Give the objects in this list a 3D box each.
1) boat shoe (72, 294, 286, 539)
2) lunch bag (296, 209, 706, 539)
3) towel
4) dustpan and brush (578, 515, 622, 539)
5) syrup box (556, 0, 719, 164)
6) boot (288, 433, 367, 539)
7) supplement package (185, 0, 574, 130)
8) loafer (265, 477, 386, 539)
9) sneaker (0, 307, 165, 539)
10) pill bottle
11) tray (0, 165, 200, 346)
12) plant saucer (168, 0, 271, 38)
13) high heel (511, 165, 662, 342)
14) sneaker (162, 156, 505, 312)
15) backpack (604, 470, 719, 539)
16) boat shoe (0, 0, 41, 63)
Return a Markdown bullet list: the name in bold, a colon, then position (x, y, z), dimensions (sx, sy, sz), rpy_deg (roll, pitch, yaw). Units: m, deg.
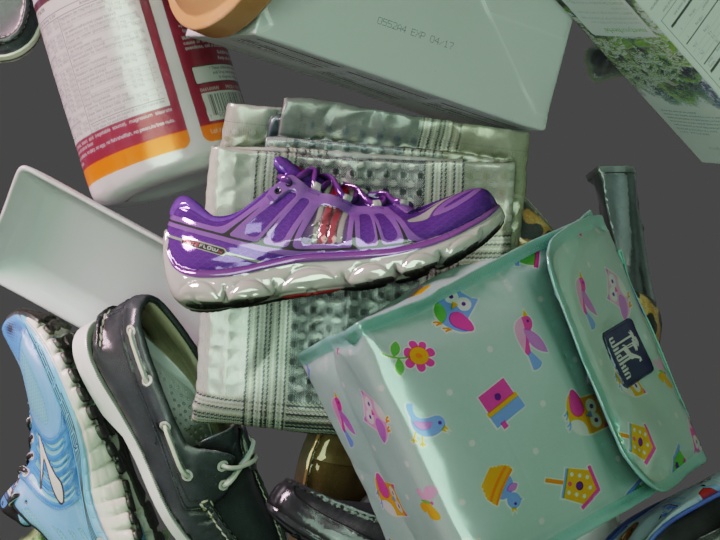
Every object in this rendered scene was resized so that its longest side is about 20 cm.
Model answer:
- **boat shoe**: position (-0.101, 0.107, 1.418), dimensions (0.060, 0.076, 0.200), rpy_deg (-31, 100, 33)
- **lunch bag**: position (0.094, 0.074, 1.319), dimensions (0.200, 0.122, 0.171), rpy_deg (-23, 87, -24)
- **towel**: position (0.000, 0.000, 1.378), dimensions (0.192, 0.035, 0.201), rpy_deg (5, 90, -2)
- **dustpan and brush**: position (0.095, 0.129, 1.435), dimensions (0.139, 0.057, 0.201), rpy_deg (-7, 92, 3)
- **syrup box**: position (0.195, -0.152, 1.373), dimensions (0.200, 0.079, 0.082), rpy_deg (43, 74, -28)
- **boot**: position (0.009, 0.106, 1.422), dimensions (0.075, 0.074, 0.201), rpy_deg (17, 90, 12)
- **supplement package**: position (0.021, -0.186, 1.384), dimensions (0.200, 0.111, 0.156), rpy_deg (16, 87, -27)
- **loafer**: position (0.041, 0.163, 1.377), dimensions (0.200, 0.068, 0.071), rpy_deg (23, 85, -5)
- **sneaker**: position (-0.193, 0.121, 1.441), dimensions (0.090, 0.078, 0.200), rpy_deg (-19, 83, 9)
- **pill bottle**: position (-0.142, -0.148, 1.435), dimensions (0.109, 0.110, 0.201), rpy_deg (-17, 86, 3)
- **tray**: position (-0.135, 0.011, 1.436), dimensions (0.200, 0.022, 0.107), rpy_deg (29, 133, -1)
- **plant saucer**: position (-0.067, -0.233, 1.320), dimensions (0.032, 0.200, 0.201), rpy_deg (18, 87, -27)
- **high heel**: position (0.086, 0.014, 1.426), dimensions (0.199, 0.071, 0.143), rpy_deg (-6, 81, -4)
- **sneaker**: position (-0.016, -0.028, 1.328), dimensions (0.199, 0.081, 0.084), rpy_deg (-8, 87, -4)
- **backpack**: position (0.227, 0.200, 1.351), dimensions (0.190, 0.154, 0.200), rpy_deg (-18, 82, -26)
- **boat shoe**: position (-0.249, -0.232, 1.475), dimensions (0.074, 0.062, 0.201), rpy_deg (-10, 87, 2)
